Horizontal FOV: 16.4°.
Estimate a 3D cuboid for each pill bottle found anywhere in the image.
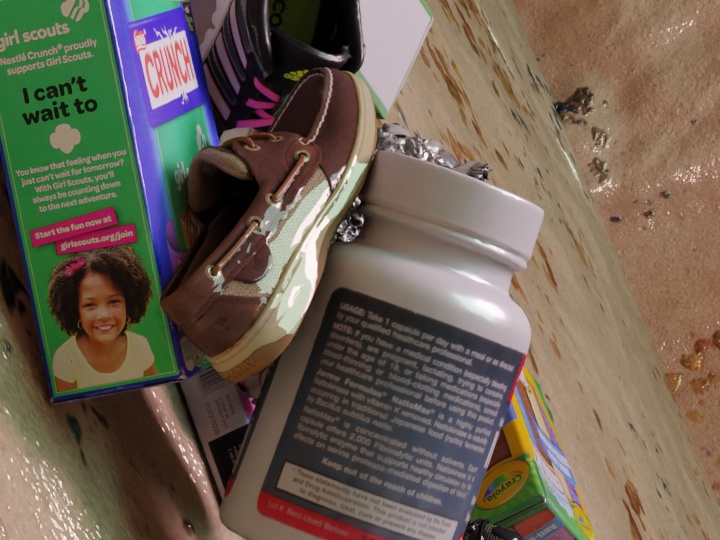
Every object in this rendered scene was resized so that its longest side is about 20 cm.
[{"bbox_3d":[0.017,0.050,1.235,0.201,0.119,0.120,-70,162,-2],"label":"pill bottle"}]

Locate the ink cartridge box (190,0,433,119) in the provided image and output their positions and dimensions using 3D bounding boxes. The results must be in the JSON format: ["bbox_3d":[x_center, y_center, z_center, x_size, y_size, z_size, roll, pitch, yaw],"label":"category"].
[{"bbox_3d":[-0.079,-0.170,1.500,0.146,0.199,0.084,51,56,-47],"label":"ink cartridge box"}]

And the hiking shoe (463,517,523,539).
[{"bbox_3d":[0.050,0.172,1.565,0.076,0.100,0.201,59,11,-74],"label":"hiking shoe"}]

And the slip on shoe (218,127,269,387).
[{"bbox_3d":[-0.029,0.020,1.311,0.076,0.060,0.201,-53,132,-77],"label":"slip on shoe"}]

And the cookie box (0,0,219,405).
[{"bbox_3d":[-0.120,-0.047,1.264,0.171,0.075,0.201,-29,107,-79],"label":"cookie box"}]

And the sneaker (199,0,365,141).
[{"bbox_3d":[-0.045,-0.104,1.346,0.073,0.201,0.087,9,12,-26],"label":"sneaker"}]

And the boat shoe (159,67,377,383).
[{"bbox_3d":[-0.049,-0.038,1.218,0.072,0.072,0.200,38,47,-20],"label":"boat shoe"}]

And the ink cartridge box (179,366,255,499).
[{"bbox_3d":[-0.044,0.110,1.473,0.095,0.037,0.200,68,11,19],"label":"ink cartridge box"}]

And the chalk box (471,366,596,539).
[{"bbox_3d":[0.076,0.157,1.669,0.124,0.125,0.200,49,18,-52],"label":"chalk box"}]

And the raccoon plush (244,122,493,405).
[{"bbox_3d":[0.000,0.000,1.452,0.134,0.097,0.201,15,73,-22],"label":"raccoon plush"}]
